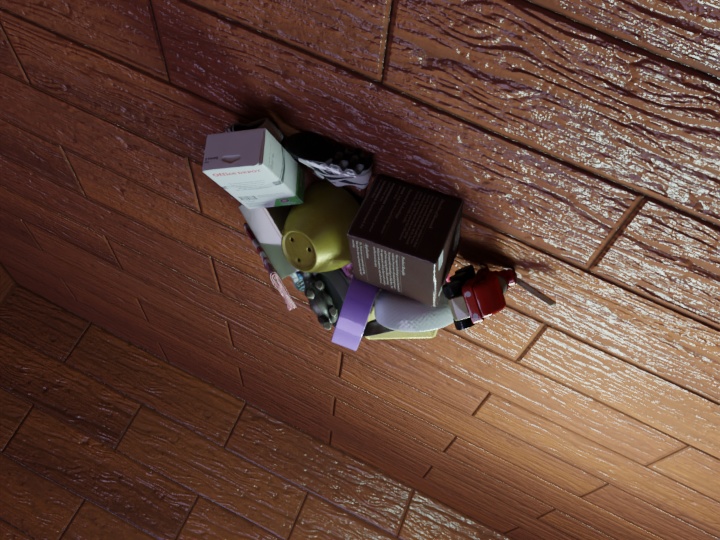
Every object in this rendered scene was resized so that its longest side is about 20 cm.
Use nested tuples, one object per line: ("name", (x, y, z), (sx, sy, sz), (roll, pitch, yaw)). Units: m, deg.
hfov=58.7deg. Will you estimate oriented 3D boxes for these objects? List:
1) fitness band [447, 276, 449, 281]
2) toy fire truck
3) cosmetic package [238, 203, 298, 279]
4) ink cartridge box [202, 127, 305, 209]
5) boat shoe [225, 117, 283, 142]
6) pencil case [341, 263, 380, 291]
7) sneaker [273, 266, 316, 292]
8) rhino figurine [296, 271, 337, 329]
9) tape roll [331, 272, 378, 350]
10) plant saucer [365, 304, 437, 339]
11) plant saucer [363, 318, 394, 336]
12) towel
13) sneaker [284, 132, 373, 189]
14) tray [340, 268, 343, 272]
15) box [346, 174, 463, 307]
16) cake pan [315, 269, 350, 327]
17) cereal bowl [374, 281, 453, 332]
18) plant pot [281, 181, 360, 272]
("fitness band", (0.115, 0.001, 1.529), (0.193, 0.038, 0.145), (9, 145, 12))
("toy fire truck", (0.294, 0.050, 1.346), (0.195, 0.176, 0.132), (-18, 97, 26))
("cosmetic package", (-0.198, -0.097, 1.535), (0.072, 0.104, 0.203), (-23, 107, 28))
("ink cartridge box", (-0.219, -0.210, 1.348), (0.141, 0.087, 0.200), (-2, 162, 19))
("boat shoe", (-0.257, -0.289, 1.390), (0.196, 0.073, 0.069), (3, 141, 40))
("pencil case", (0.000, 0.000, 1.616), (0.087, 0.082, 0.202), (50, 170, 41))
("sneaker", (-0.177, -0.019, 1.703), (0.087, 0.074, 0.200), (54, -178, 39))
("rhino figurine", (-0.114, 0.053, 1.625), (0.204, 0.059, 0.087), (64, 175, 3))
("tape roll", (-0.006, 0.077, 1.479), (0.064, 0.205, 0.201), (18, 152, 1))
("plant saucer", (0.112, 0.116, 1.675), (0.193, 0.050, 0.202), (0, 150, -3))
("plant saucer", (0.093, 0.119, 1.526), (0.198, 0.196, 0.033), (-15, 88, 52))
("towel", (-0.224, -0.010, 1.554), (0.201, 0.022, 0.146), (54, 171, 41))
("sneaker", (-0.069, -0.217, 1.328), (0.195, 0.075, 0.089), (23, 150, 12))
("tray", (-0.098, -0.015, 1.728), (0.199, 0.038, 0.098), (41, 150, -19))
("box", (0.094, -0.062, 1.336), (0.195, 0.167, 0.168), (19, 150, 16))
("cake pan", (-0.062, 0.079, 1.669), (0.200, 0.036, 0.204), (47, 152, 34))
("cereal bowl", (0.125, 0.057, 1.433), (0.195, 0.199, 0.086), (8, 112, 32))
("plant pot", (-0.099, -0.076, 1.440), (0.195, 0.142, 0.205), (19, 128, 26))
